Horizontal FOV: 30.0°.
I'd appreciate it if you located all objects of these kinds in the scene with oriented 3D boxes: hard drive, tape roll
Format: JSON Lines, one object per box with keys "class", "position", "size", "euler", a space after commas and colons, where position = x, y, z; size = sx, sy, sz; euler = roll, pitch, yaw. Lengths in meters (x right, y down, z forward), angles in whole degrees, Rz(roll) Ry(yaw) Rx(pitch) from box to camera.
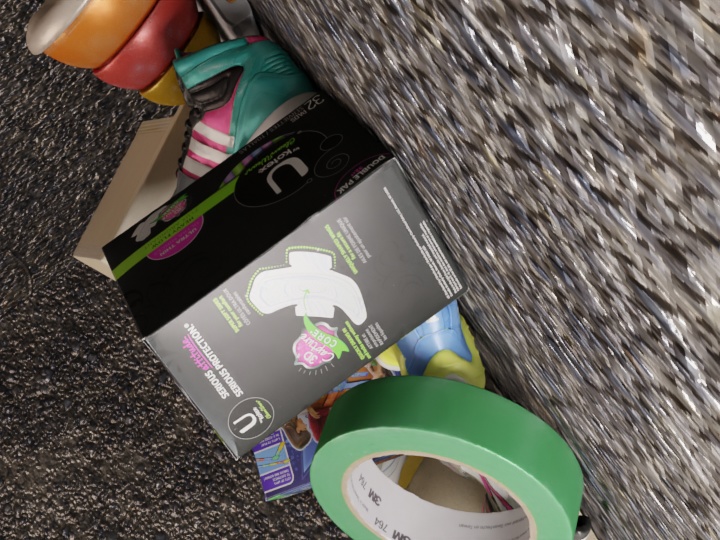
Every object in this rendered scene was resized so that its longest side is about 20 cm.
{"class": "hard drive", "position": [-0.125, -0.230, 1.169], "size": [0.133, 0.027, 0.200], "euler": [55, 175, 11]}
{"class": "tape roll", "position": [0.063, 0.158, 0.987], "size": [0.201, 0.198, 0.049], "euler": [59, -141, -36]}

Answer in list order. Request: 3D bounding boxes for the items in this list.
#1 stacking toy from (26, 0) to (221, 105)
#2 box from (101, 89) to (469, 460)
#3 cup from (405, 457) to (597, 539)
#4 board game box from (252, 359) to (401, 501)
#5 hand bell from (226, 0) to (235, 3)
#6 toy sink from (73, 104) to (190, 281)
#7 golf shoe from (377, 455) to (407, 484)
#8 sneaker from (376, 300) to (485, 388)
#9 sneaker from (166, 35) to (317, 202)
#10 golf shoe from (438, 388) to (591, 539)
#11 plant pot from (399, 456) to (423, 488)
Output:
{"class": "stacking toy", "position": [-0.166, -0.186, 1.128], "size": [0.200, 0.147, 0.146], "euler": [40, -178, -21]}
{"class": "box", "position": [-0.056, -0.001, 0.931], "size": [0.125, 0.199, 0.149], "euler": [57, 175, -33]}
{"class": "cup", "position": [0.112, 0.231, 1.217], "size": [0.202, 0.142, 0.200], "euler": [56, 176, 6]}
{"class": "board game box", "position": [-0.016, 0.110, 1.192], "size": [0.034, 0.198, 0.137], "euler": [5, -115, -60]}
{"class": "hand bell", "position": [-0.153, -0.268, 0.969], "size": [0.200, 0.104, 0.104], "euler": [42, -176, -35]}
{"class": "toy sink", "position": [-0.155, -0.069, 1.243], "size": [0.129, 0.202, 0.112], "euler": [30, 169, -26]}
{"class": "golf shoe", "position": [0.039, 0.141, 1.243], "size": [0.078, 0.096, 0.203], "euler": [-169, 82, -72]}
{"class": "sneaker", "position": [0.047, 0.030, 1.038], "size": [0.200, 0.075, 0.106], "euler": [-133, 28, -69]}
{"class": "sneaker", "position": [-0.117, -0.115, 1.060], "size": [0.083, 0.200, 0.122], "euler": [-10, -114, -51]}
{"class": "golf shoe", "position": [0.114, 0.143, 1.082], "size": [0.201, 0.072, 0.092], "euler": [55, 139, 7]}
{"class": "plant pot", "position": [0.041, 0.149, 1.413], "size": [0.201, 0.141, 0.200], "euler": [55, 177, 5]}
